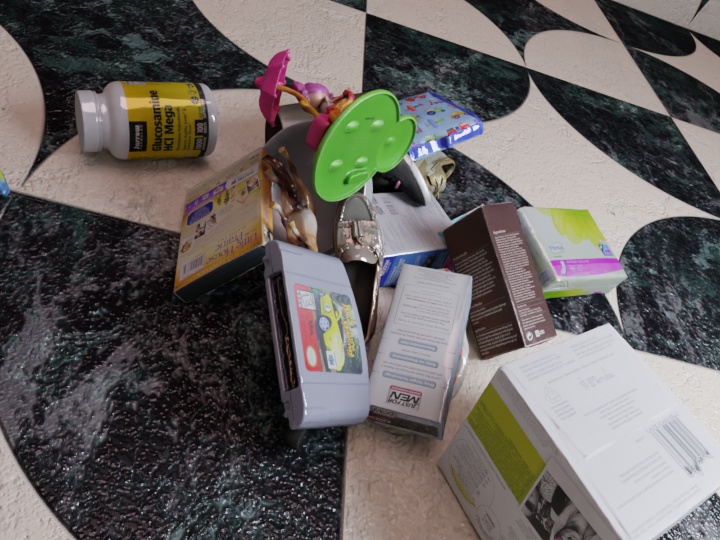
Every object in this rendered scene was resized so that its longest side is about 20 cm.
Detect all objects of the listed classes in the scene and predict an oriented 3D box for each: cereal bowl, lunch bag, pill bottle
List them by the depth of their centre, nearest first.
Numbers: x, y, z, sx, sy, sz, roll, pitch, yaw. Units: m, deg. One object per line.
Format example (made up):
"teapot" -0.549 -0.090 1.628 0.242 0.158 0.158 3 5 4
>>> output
"cereal bowl" -0.067 -0.111 0.897 0.200 0.201 0.083 44 11 22
"pill bottle" -0.328 -0.231 0.932 0.195 0.114 0.114 -9 51 -31
"lunch bag" 0.114 -0.248 1.075 0.147 0.097 0.200 -21 25 -15

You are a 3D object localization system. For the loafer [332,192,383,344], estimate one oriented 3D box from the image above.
"loafer" 0.000 0.000 0.796 0.069 0.207 0.063 -2 5 -5

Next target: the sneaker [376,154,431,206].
"sneaker" 0.023 -0.161 0.957 0.099 0.071 0.201 -40 90 -9

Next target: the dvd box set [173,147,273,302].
"dvd box set" -0.184 -0.067 0.828 0.029 0.143 0.204 48 22 -42

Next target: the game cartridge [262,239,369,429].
"game cartridge" -0.046 0.073 0.687 0.132 0.040 0.206 18 56 -56

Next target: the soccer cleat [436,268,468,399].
"soccer cleat" 0.122 0.093 0.852 0.067 0.078 0.205 -8 56 18

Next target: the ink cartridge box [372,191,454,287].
"ink cartridge box" 0.050 -0.052 0.952 0.195 0.077 0.138 -6 49 -31

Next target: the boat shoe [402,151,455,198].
"boat shoe" 0.126 -0.167 1.104 0.065 0.075 0.201 24 42 9

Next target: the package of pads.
"package of pads" 0.355 -0.036 1.060 0.195 0.069 0.158 -2 57 -32

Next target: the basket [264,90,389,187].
"basket" -0.056 -0.222 1.036 0.194 0.137 0.185 -9 64 -25

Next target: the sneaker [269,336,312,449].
"sneaker" -0.075 0.118 0.742 0.102 0.061 0.201 27 38 5

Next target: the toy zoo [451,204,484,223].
"toy zoo" 0.224 -0.051 1.071 0.197 0.021 0.131 -26 62 -40

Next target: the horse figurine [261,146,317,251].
"horse figurine" -0.087 -0.070 0.797 0.049 0.134 0.204 -19 51 5

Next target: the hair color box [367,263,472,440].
"hair color box" 0.077 0.097 0.767 0.096 0.061 0.204 10 57 15

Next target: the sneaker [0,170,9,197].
"sneaker" -0.543 -0.141 0.788 0.196 0.071 0.084 29 56 7

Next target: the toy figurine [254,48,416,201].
"toy figurine" -0.046 -0.210 0.784 0.184 0.152 0.198 42 36 22

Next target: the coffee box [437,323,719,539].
"coffee box" 0.238 0.220 0.674 0.195 0.201 0.202 -11 50 -31

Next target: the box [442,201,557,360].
"box" 0.198 0.016 0.879 0.073 0.100 0.206 -11 79 -32
